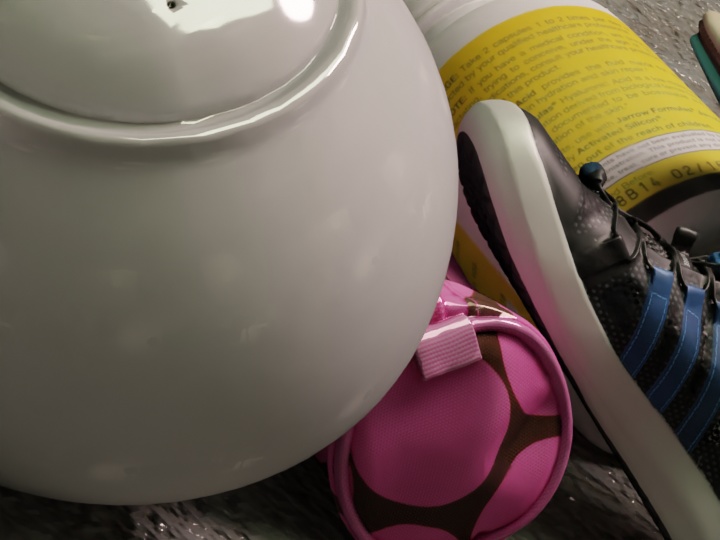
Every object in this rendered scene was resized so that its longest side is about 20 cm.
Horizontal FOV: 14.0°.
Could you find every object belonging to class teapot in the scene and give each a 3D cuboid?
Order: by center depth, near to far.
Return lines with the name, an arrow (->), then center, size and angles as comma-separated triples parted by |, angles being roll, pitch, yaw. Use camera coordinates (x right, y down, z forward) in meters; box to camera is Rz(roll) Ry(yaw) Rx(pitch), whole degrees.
teapot -> -0.064, -0.044, 0.776 | 0.197, 0.146, 0.200 | -1, 48, -7

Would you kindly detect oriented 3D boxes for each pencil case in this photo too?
pencil case -> 0.000, 0.000, 0.919 | 0.090, 0.094, 0.200 | -5, 33, -19

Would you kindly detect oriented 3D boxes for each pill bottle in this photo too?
pill bottle -> 0.075, -0.033, 1.071 | 0.111, 0.112, 0.200 | 12, 28, -41

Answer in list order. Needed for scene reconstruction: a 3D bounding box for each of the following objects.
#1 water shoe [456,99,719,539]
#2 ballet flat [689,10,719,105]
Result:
water shoe -> 0.100, 0.015, 0.934 | 0.200, 0.079, 0.072 | 58, 2, -27
ballet flat -> 0.175, -0.003, 0.951 | 0.069, 0.069, 0.201 | -15, 79, -62
